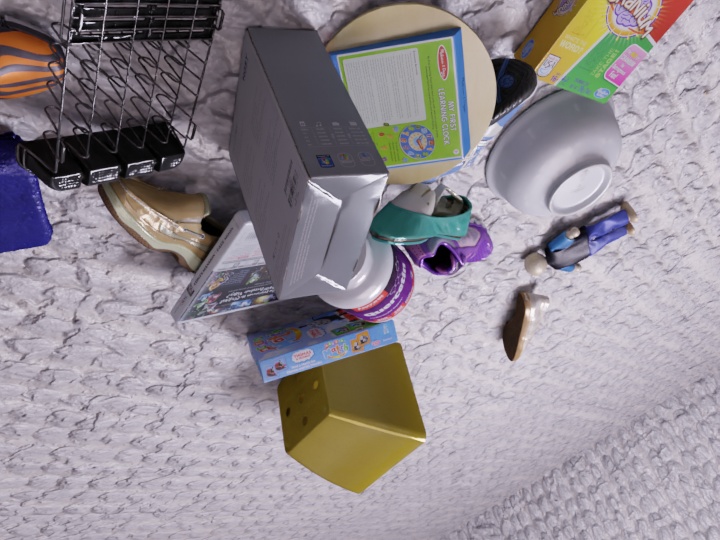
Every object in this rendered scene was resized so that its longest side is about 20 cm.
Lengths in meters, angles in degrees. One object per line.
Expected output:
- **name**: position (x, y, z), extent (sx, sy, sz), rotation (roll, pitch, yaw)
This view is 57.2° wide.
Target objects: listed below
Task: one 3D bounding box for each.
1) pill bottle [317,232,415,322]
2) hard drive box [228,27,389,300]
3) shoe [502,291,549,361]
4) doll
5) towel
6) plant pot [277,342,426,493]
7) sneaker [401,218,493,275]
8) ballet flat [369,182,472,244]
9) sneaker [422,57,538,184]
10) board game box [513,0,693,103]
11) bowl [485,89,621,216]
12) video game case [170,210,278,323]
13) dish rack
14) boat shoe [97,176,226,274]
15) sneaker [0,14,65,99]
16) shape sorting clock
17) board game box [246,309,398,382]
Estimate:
- **pill bottle**: position (0.000, 0.000, 0.851), extent (0.111, 0.114, 0.200), rotation (-30, 162, 9)
- **hard drive box**: position (-0.060, -0.103, 0.625), extent (0.075, 0.202, 0.157), rotation (-7, 145, -24)
- **shoe**: position (0.323, 0.113, 1.294), extent (0.052, 0.071, 0.202), rotation (-9, 142, -8)
- **doll**: position (0.375, -0.041, 1.134), extent (0.197, 0.049, 0.137), rotation (-25, 146, 0)
- **towel**: position (-0.398, -0.062, 0.608), extent (0.196, 0.050, 0.148), rotation (-10, 151, -22)
- **plant pot**: position (-0.033, 0.237, 1.142), extent (0.174, 0.202, 0.200), rotation (21, 127, -33)
- **sneaker**: position (0.128, -0.029, 0.954), extent (0.198, 0.089, 0.081), rotation (10, 133, -43)
- **ballet flat**: position (0.078, -0.074, 0.811), extent (0.198, 0.067, 0.072), rotation (-7, 117, -54)
- **sneaker**: position (0.122, -0.172, 0.776), extent (0.198, 0.077, 0.076), rotation (-32, 154, 29)
- **board game box**: position (0.287, -0.293, 0.734), extent (0.151, 0.041, 0.201), rotation (3, 138, -36)
- **bowl**: position (0.278, -0.139, 0.897), extent (0.197, 0.091, 0.203), rotation (-18, 147, -12)
- **video game case**: position (-0.119, -0.011, 0.827), extent (0.198, 0.023, 0.182), rotation (-12, 149, -53)
- **dish rack**: position (-0.197, -0.161, 0.555), extent (0.152, 0.054, 0.202), rotation (-25, 151, -47)
- **boat shoe**: position (-0.199, -0.062, 0.720), extent (0.075, 0.072, 0.200), rotation (-32, 158, 6)
- **sneaker**: position (-0.323, -0.131, 0.495), extent (0.196, 0.113, 0.078), rotation (-10, 145, -23)
- **shape sorting clock**: position (0.044, -0.179, 0.694), extent (0.195, 0.040, 0.203), rotation (2, 131, 2)
- **board game box**: position (-0.061, 0.101, 0.973), extent (0.196, 0.151, 0.037), rotation (-16, 102, -14)
